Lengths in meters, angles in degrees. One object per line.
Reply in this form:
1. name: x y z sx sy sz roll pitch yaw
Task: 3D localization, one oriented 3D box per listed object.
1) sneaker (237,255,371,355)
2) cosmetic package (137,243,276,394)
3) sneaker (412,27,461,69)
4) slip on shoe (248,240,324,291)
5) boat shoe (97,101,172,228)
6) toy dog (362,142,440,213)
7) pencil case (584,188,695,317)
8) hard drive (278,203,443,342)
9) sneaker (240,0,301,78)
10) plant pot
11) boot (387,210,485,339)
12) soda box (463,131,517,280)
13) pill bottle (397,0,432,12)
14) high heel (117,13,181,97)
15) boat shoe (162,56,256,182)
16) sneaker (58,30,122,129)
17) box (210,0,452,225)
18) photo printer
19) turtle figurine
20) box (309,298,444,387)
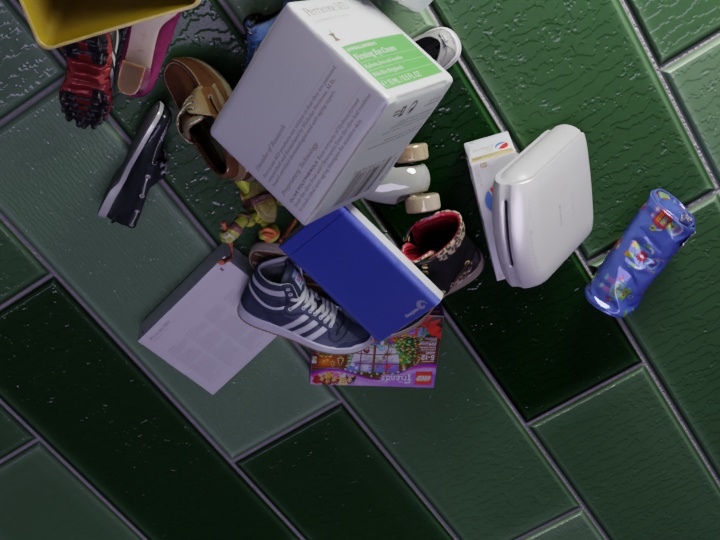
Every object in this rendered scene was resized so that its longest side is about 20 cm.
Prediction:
1. sneaker: -0.069 0.047 1.634 0.197 0.071 0.109 16 131 -6
2. cosmetic package: -0.210 0.073 1.723 0.200 0.052 0.150 -41 118 20
3. sneaker: 0.038 -0.252 1.506 0.199 0.082 0.075 -39 85 11
4. slip on shoe: -0.063 -0.013 1.676 0.197 0.061 0.077 11 139 -8
5. boat shoe: -0.292 -0.141 1.572 0.060 0.076 0.201 24 130 -18
6. toy dog: 0.015 -0.121 1.598 0.196 0.096 0.134 11 94 0
7. pencil case: 0.411 -0.021 1.696 0.086 0.078 0.201 32 118 3
8. hard drive: 0.000 0.000 1.584 0.200 0.026 0.131 44 130 -14
9. sneaker: -0.123 -0.284 1.498 0.089 0.079 0.201 35 108 -12
10. plant pot: -0.300 -0.404 1.337 0.197 0.177 0.202 -14 123 6
11. boot: 0.082 0.005 1.638 0.198 0.074 0.151 -33 153 -2
12. soda box: 0.201 -0.089 1.645 0.067 0.064 0.202 -14 122 5
13. pill bottle: 0.009 -0.403 1.400 0.198 0.114 0.114 26 117 -20
14. high heel: -0.264 -0.319 1.484 0.067 0.096 0.202 26 98 -8
15. boat shoe: -0.195 -0.194 1.476 0.073 0.201 0.076 -13 147 -48
16. sneaker: -0.343 -0.267 1.484 0.070 0.099 0.201 13 144 -5
17. box: -0.033 -0.200 1.403 0.171 0.199 0.201 42 120 10
18. photo printer: 0.244 -0.083 1.570 0.069 0.200 0.169 9 122 34
19. turtle figurine: -0.148 -0.099 1.557 0.064 0.200 0.163 -17 102 37
20. box: 0.023 0.112 1.774 0.196 0.039 0.139 2 123 -6
